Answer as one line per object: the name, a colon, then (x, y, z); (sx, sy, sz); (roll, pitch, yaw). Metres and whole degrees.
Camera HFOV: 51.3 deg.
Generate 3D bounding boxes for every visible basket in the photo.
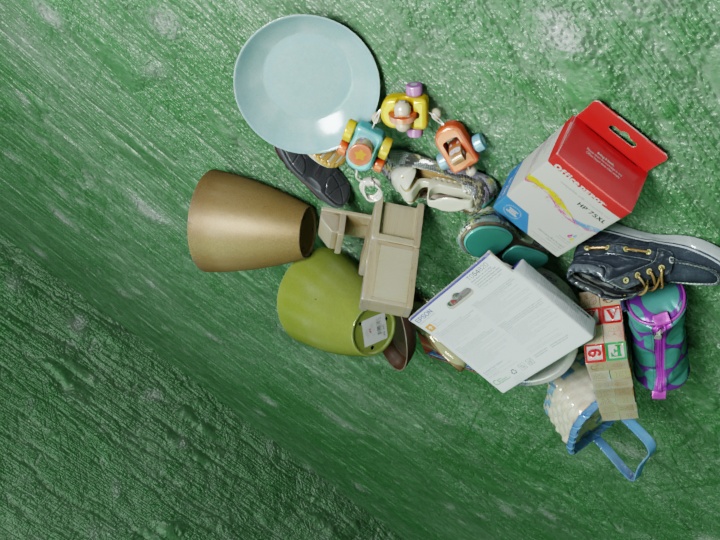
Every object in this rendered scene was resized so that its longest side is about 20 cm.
basket: (0.410, 0.253, 1.275); (0.201, 0.137, 0.178); (54, 166, 30)

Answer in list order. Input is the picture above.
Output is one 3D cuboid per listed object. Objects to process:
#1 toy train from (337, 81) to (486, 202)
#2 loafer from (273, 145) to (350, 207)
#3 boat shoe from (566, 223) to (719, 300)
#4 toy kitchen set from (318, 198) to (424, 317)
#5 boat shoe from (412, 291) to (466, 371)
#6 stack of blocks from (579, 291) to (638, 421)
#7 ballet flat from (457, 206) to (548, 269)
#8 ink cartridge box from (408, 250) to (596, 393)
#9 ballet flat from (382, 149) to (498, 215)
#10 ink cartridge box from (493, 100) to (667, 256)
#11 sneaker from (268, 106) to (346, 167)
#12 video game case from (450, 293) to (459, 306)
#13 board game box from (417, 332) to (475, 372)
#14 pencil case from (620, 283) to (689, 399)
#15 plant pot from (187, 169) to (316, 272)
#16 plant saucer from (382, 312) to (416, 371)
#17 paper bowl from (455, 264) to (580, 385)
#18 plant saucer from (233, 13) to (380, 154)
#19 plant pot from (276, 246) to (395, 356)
toy train: (0.060, -0.158, 0.999); (0.196, 0.056, 0.152); (-20, 115, 27)
loafer: (-0.093, -0.174, 1.202); (0.062, 0.073, 0.200); (9, 149, 46)
boat shoe: (0.369, 0.003, 0.966); (0.196, 0.092, 0.071); (16, 151, 29)
toy kitchen set: (0.000, 0.000, 1.216); (0.158, 0.185, 0.201); (10, 154, -3)
boat shoe: (0.138, 0.102, 1.424); (0.200, 0.063, 0.073); (45, -178, 13)
stack of blocks: (0.378, 0.132, 1.137); (0.057, 0.118, 0.201); (-8, 143, 20)
ballet flat: (0.188, -0.050, 1.035); (0.073, 0.076, 0.198); (6, 170, 41)
ink cartridge box: (0.201, 0.071, 1.087); (0.198, 0.041, 0.199); (37, 134, -11)
ballet flat: (0.097, -0.124, 1.075); (0.196, 0.073, 0.073); (18, 152, 28)
ink cartridge box: (0.263, -0.106, 0.920); (0.115, 0.068, 0.200); (35, 155, -4)
sneaker: (-0.098, -0.230, 1.102); (0.201, 0.075, 0.088); (52, 174, -13)
video game case: (0.261, 0.084, 1.313); (0.198, 0.018, 0.143); (-3, 137, 51)
board game box: (0.211, 0.167, 1.513); (0.196, 0.020, 0.104); (16, 149, 30)
pencil case: (0.422, 0.093, 1.064); (0.083, 0.094, 0.201); (-4, 142, 23)
plant pot: (-0.185, -0.082, 1.370); (0.194, 0.190, 0.188); (6, 148, 16)
plant saucer: (0.058, 0.085, 1.402); (0.200, 0.034, 0.206); (165, 91, -74)
paper bowl: (0.246, 0.073, 1.170); (0.195, 0.105, 0.205); (13, 130, 15)
plant saucer: (-0.071, -0.253, 1.006); (0.195, 0.039, 0.204); (0, 133, 0)
plant pot: (-0.027, 0.074, 1.350); (0.188, 0.188, 0.199); (49, 166, -33)
